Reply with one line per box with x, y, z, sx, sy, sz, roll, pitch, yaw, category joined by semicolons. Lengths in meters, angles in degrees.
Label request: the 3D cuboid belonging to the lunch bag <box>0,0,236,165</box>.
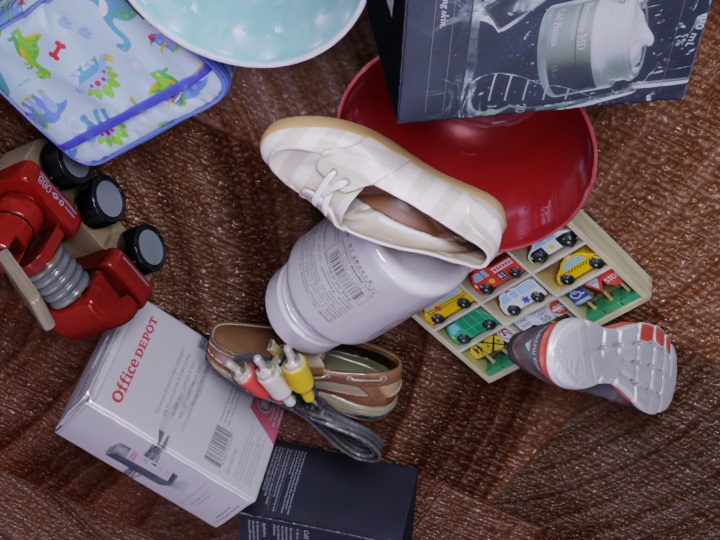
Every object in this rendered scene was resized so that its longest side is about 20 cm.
-0.201;-0.178;1.045;0.198;0.083;0.161;-19;128;33;lunch bag

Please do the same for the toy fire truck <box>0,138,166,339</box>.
-0.268;0.000;1.151;0.127;0.201;0.177;-16;127;30;toy fire truck

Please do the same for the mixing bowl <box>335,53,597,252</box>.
0.088;-0.123;0.986;0.197;0.109;0.202;10;136;10;mixing bowl

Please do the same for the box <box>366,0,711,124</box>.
0.110;-0.209;0.786;0.193;0.125;0.201;-7;140;-8;box

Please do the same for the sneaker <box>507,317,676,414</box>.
0.208;0.077;1.154;0.198;0.078;0.081;20;169;-40;sneaker

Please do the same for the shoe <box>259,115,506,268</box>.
0.016;-0.056;0.958;0.198;0.054;0.070;21;136;-4;shoe

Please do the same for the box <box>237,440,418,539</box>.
-0.035;0.304;1.444;0.179;0.105;0.202;11;136;8;box

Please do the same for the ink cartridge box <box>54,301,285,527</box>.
-0.187;0.142;1.304;0.199;0.147;0.085;35;134;-17;ink cartridge box

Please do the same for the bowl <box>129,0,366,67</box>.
-0.075;-0.256;0.909;0.198;0.106;0.203;9;136;9;bowl

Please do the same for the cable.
-0.056;0.134;1.225;0.096;0.051;0.201;-12;131;29;cable

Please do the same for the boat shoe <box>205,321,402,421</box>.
-0.050;0.082;1.263;0.197;0.076;0.074;15;131;-9;boat shoe

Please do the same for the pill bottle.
0.000;0.000;1.123;0.114;0.115;0.200;34;145;-16;pill bottle

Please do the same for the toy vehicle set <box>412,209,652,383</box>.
0.148;0.021;1.166;0.124;0.027;0.199;39;132;-21;toy vehicle set
